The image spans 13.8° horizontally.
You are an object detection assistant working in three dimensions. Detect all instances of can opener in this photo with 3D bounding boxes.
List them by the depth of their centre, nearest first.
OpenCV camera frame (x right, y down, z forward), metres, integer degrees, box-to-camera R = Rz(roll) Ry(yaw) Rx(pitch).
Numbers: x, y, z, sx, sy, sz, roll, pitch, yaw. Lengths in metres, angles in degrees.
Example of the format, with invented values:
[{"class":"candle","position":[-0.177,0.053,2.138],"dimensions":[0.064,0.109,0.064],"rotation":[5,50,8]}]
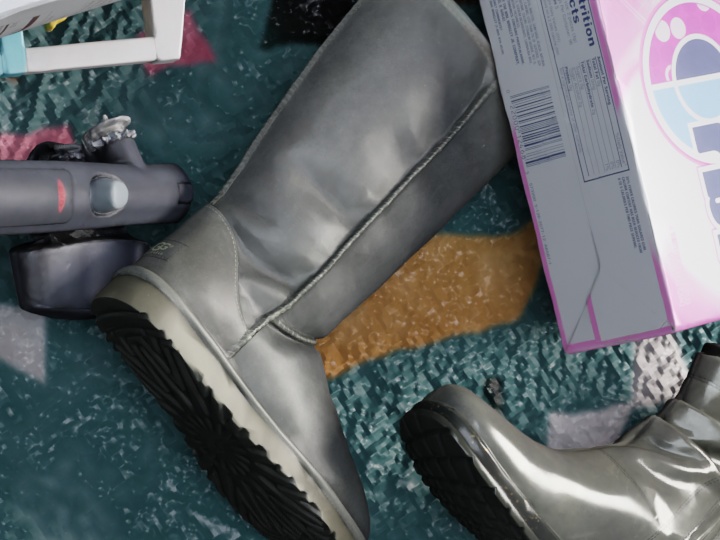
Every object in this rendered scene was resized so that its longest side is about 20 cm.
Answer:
[{"class":"can opener","position":[-0.133,-0.025,1.149],"dimensions":[0.063,0.200,0.079],"rotation":[-13,81,28]}]

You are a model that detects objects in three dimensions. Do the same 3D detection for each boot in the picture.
[{"class":"boot","position":[0.002,0.001,1.232],"dimensions":[0.200,0.073,0.182],"rotation":[-48,122,-28]},{"class":"boot","position":[0.114,0.079,1.243],"dimensions":[0.200,0.068,0.131],"rotation":[44,75,-27]}]

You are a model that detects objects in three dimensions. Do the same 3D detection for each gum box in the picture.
[{"class":"gum box","position":[0.121,-0.076,1.235],"dimensions":[0.113,0.066,0.200],"rotation":[-13,90,-43]}]

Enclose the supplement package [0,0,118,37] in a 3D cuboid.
[{"class":"supplement package","position":[-0.152,-0.138,1.080],"dimensions":[0.200,0.110,0.114],"rotation":[-18,92,-15]}]

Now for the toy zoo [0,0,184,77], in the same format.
[{"class":"toy zoo","position":[-0.145,-0.139,1.150],"dimensions":[0.200,0.020,0.131],"rotation":[-7,90,-15]}]
